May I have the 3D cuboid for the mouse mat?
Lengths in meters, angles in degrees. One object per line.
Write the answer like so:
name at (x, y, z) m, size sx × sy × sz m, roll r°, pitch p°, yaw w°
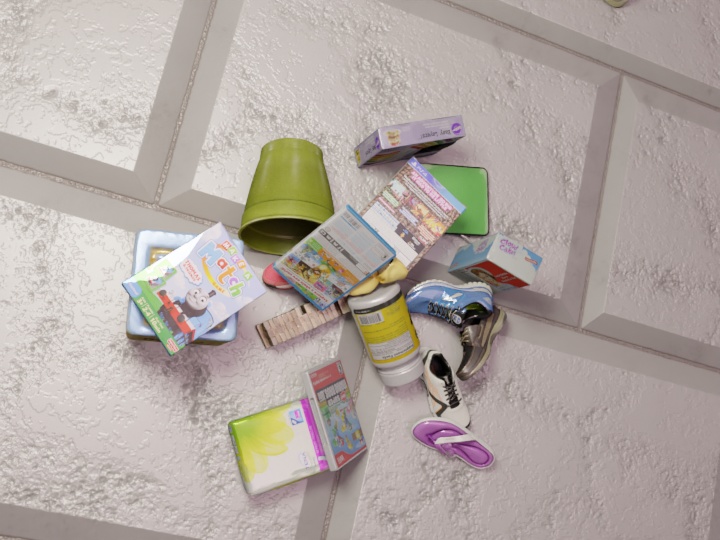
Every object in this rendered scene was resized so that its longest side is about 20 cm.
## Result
mouse mat at (0.197, -0.160, 1.733) m, size 0.199 × 0.008 × 0.162 m, roll 2°, pitch 82°, yaw -15°

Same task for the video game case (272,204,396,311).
video game case at (-0.051, -0.021, 1.492) m, size 0.200 × 0.018 × 0.143 m, roll -37°, pitch 116°, yaw 21°

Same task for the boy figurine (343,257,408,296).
boy figurine at (0.000, 0.000, 1.567) m, size 0.064 × 0.199 × 0.125 m, roll 54°, pitch 52°, yaw -44°

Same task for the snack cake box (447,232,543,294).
snack cake box at (0.284, -0.011, 1.651) m, size 0.115 × 0.200 × 0.067 m, roll 31°, pitch 74°, yaw -11°

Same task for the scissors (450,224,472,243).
scissors at (0.179, -0.129, 1.732) m, size 0.200 × 0.014 × 0.073 m, roll 25°, pitch 74°, yaw -11°

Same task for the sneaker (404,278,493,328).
sneaker at (0.190, 0.073, 1.649) m, size 0.199 × 0.079 × 0.089 m, roll -2°, pitch 44°, yaw -3°

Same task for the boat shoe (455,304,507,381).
boat shoe at (0.247, 0.151, 1.680) m, size 0.073 × 0.075 × 0.200 m, roll 36°, pitch 56°, yaw -4°

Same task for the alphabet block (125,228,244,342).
alphabet block at (-0.335, 0.039, 1.454) m, size 0.196 × 0.200 × 0.196 m, roll 8°, pitch 81°, yaw -16°

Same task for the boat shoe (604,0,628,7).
boat shoe at (0.591, -0.725, 1.912) m, size 0.200 × 0.065 × 0.072 m, roll 26°, pitch 76°, yaw -13°

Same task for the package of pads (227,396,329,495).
package of pads at (-0.151, 0.348, 1.539) m, size 0.199 × 0.068 × 0.155 m, roll -15°, pitch 86°, yaw -18°

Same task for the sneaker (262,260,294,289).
sneaker at (-0.118, -0.025, 1.551) m, size 0.087 × 0.200 × 0.074 m, roll 55°, pitch 28°, yaw -44°

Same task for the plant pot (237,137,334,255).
plant pot at (-0.142, -0.155, 1.557) m, size 0.200 × 0.200 × 0.194 m, roll 6°, pitch 69°, yaw -16°

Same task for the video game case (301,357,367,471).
video game case at (-0.051, 0.286, 1.555) m, size 0.017 × 0.143 × 0.201 m, roll -18°, pitch 88°, yaw 26°

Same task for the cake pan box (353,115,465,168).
cake pan box at (0.104, -0.274, 1.640) m, size 0.199 × 0.184 × 0.052 m, roll -12°, pitch 91°, yaw -19°

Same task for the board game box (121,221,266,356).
board game box at (-0.288, 0.031, 1.345) m, size 0.200 × 0.037 × 0.152 m, roll -35°, pitch 94°, yaw -19°

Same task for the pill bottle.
pill bottle at (0.057, 0.130, 1.591) m, size 0.114 × 0.114 × 0.201 m, roll -26°, pitch 108°, yaw -19°

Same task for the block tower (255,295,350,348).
block tower at (-0.113, 0.096, 1.590) m, size 0.200 × 0.058 × 0.054 m, roll -24°, pitch 90°, yaw -18°

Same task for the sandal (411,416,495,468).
sandal at (0.204, 0.370, 1.638) m, size 0.202 × 0.050 × 0.083 m, roll 25°, pitch 113°, yaw -14°

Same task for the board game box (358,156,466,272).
board game box at (0.094, -0.109, 1.644) m, size 0.159 × 0.097 × 0.200 m, roll 44°, pitch 78°, yaw -2°

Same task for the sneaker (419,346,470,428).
sneaker at (0.179, 0.257, 1.648) m, size 0.074 × 0.080 × 0.200 m, roll -31°, pitch 94°, yaw -21°
